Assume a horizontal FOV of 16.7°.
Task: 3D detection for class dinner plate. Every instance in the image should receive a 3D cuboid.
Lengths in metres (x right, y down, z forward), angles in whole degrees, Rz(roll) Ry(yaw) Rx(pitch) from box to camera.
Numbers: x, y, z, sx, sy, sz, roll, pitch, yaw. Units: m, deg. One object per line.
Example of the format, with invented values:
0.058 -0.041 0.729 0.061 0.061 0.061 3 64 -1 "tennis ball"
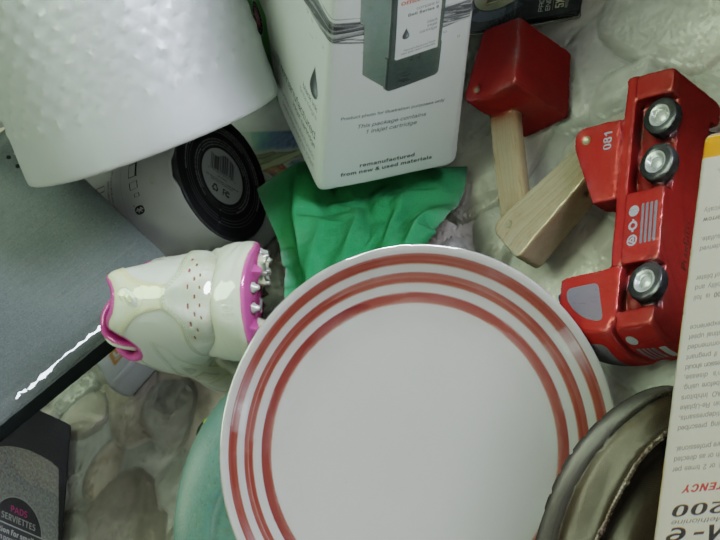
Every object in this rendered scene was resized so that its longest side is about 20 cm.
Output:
0.028 0.088 1.176 0.201 0.200 0.024 -68 14 -10 "dinner plate"

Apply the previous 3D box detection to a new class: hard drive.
-0.218 0.023 1.347 0.200 0.033 0.140 -40 71 -22 "hard drive"

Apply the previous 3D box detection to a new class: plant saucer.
-0.024 0.140 1.237 0.201 0.039 0.202 -1 88 32 "plant saucer"

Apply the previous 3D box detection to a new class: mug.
-0.166 -0.145 1.322 0.199 0.176 0.148 -17 11 14 "mug"

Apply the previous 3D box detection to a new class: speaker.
-0.155 -0.023 1.452 0.200 0.081 0.081 -23 53 34 "speaker"

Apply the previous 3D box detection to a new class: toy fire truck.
0.115 -0.042 1.258 0.141 0.049 0.201 -12 60 40 "toy fire truck"

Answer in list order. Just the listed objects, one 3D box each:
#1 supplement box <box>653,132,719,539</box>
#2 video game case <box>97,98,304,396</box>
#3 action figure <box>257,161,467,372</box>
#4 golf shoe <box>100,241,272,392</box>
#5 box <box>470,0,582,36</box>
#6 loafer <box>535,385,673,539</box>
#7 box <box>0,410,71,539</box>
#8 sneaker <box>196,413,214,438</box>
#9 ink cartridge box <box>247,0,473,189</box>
0.199 0.050 1.067 0.073 0.126 0.201 -9 60 40 "supplement box"
-0.115 -0.050 1.504 0.200 0.022 0.182 -48 43 12 "video game case"
0.000 0.000 1.275 0.118 0.055 0.200 -10 24 6 "action figure"
-0.093 0.025 1.323 0.091 0.200 0.076 -1 77 -2 "golf shoe"
0.063 -0.255 1.324 0.164 0.086 0.200 -118 25 -43 "box"
0.117 0.151 1.139 0.071 0.073 0.200 27 92 38 "loafer"
-0.278 0.129 1.424 0.115 0.200 0.132 -23 53 35 "box"
0.008 0.087 1.286 0.200 0.075 0.077 -22 81 32 "sneaker"
-0.002 -0.168 1.291 0.084 0.200 0.146 -12 49 -15 "ink cartridge box"
